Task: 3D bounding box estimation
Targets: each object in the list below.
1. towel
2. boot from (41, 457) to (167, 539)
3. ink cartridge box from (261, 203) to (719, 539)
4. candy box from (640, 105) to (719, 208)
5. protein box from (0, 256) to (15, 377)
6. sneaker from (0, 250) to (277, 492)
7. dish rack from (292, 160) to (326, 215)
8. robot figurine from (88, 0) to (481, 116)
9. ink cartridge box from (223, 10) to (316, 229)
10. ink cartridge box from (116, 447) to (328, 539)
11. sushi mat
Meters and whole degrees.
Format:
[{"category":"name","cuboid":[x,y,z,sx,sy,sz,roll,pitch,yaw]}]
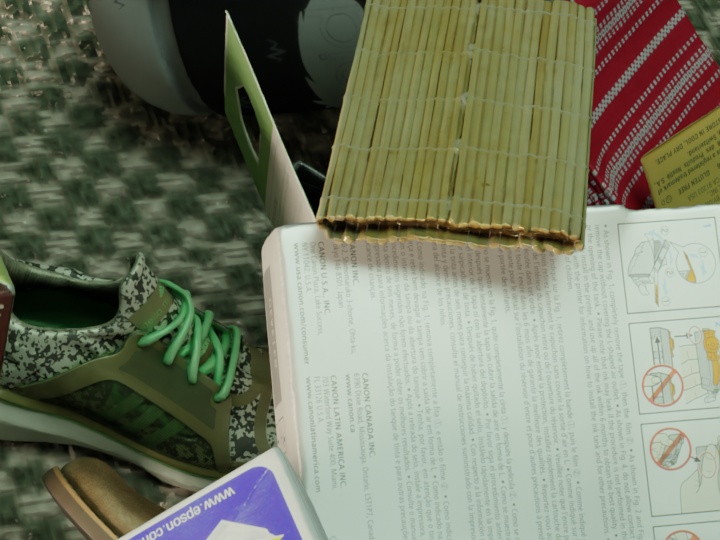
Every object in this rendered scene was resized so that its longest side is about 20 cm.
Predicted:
[{"category":"towel","cuboid":[0.143,-0.035,1.108,0.200,0.022,0.145,56,40,-10]},{"category":"boot","cuboid":[-0.035,0.126,1.013,0.200,0.074,0.076,36,84,8]},{"category":"ink cartridge box","cuboid":[0.070,0.059,0.931,0.199,0.050,0.162,-3,78,-10]},{"category":"candy box","cuboid":[0.194,0.038,1.046,0.116,0.056,0.201,12,55,-44]},{"category":"protein box","cuboid":[-0.236,0.014,0.984,0.134,0.200,0.199,-11,52,-24]},{"category":"sneaker","cuboid":[-0.087,0.035,1.085,0.199,0.089,0.077,9,47,-9]},{"category":"dish rack","cuboid":[0.065,-0.032,1.215,0.153,0.055,0.200,33,48,13]},{"category":"robot figurine","cuboid":[-0.029,-0.138,1.205,0.199,0.151,0.125,-4,39,19]},{"category":"ink cartridge box","cuboid":[0.000,0.000,1.032,0.048,0.146,0.201,-19,80,-7]},{"category":"ink cartridge box","cuboid":[-0.072,0.184,0.823,0.198,0.043,0.200,-30,48,5]},{"category":"sushi mat","cuboid":[0.041,-0.061,0.979,0.095,0.012,0.200,4,30,4]}]
